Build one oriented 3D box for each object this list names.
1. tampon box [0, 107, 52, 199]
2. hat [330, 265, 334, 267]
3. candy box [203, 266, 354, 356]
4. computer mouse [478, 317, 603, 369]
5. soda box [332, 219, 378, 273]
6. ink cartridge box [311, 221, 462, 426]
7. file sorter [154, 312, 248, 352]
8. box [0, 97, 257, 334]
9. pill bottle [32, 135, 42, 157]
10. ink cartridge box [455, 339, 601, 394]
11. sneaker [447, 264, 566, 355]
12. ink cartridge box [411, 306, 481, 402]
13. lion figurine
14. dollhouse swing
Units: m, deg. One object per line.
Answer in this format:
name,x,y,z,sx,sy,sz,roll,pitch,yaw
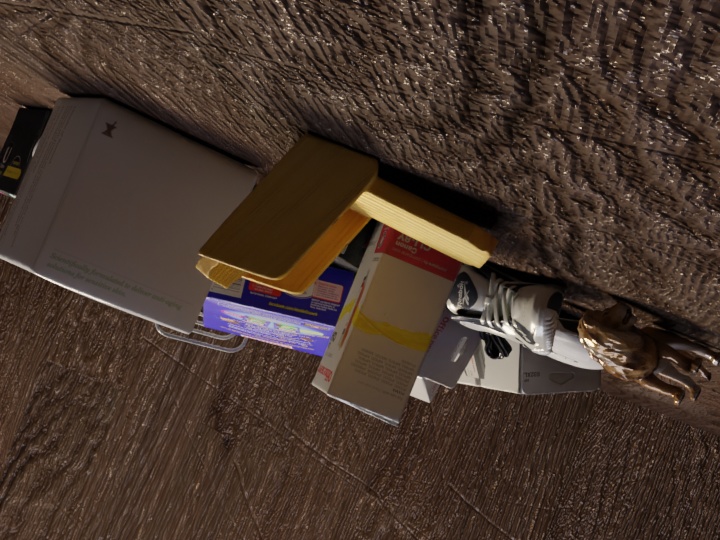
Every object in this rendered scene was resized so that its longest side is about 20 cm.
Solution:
tampon box,-0.392,-0.130,1.782,0.200,0.127,0.150,24,175,-30
hat,-0.065,0.006,1.798,0.200,0.081,0.201,19,-161,-7
candy box,-0.104,0.038,1.540,0.169,0.077,0.200,14,165,-4
computer mouse,0.238,0.087,1.540,0.199,0.044,0.110,7,148,12
soda box,-0.018,-0.040,1.410,0.071,0.063,0.200,20,176,18
ink cartridge box,0.028,0.047,1.314,0.083,0.200,0.145,22,176,-7
file sorter,-0.220,0.012,1.746,0.138,0.125,0.200,16,-168,-21
box,-0.260,-0.063,1.400,0.199,0.200,0.171,25,173,-30
pill bottle,-0.315,-0.092,1.581,0.200,0.112,0.112,48,-177,14
ink cartridge box,0.207,0.113,1.727,0.145,0.084,0.200,0,-178,-33
sneaker,0.151,0.037,1.410,0.129,0.080,0.199,13,-174,1
ink cartridge box,0.061,0.093,1.655,0.200,0.115,0.068,20,150,25
lion figurine,0.304,0.087,1.344,0.122,0.073,0.200,28,-176,25
dollhouse swing,-0.009,-0.008,1.092,0.176,0.182,0.200,42,177,3
